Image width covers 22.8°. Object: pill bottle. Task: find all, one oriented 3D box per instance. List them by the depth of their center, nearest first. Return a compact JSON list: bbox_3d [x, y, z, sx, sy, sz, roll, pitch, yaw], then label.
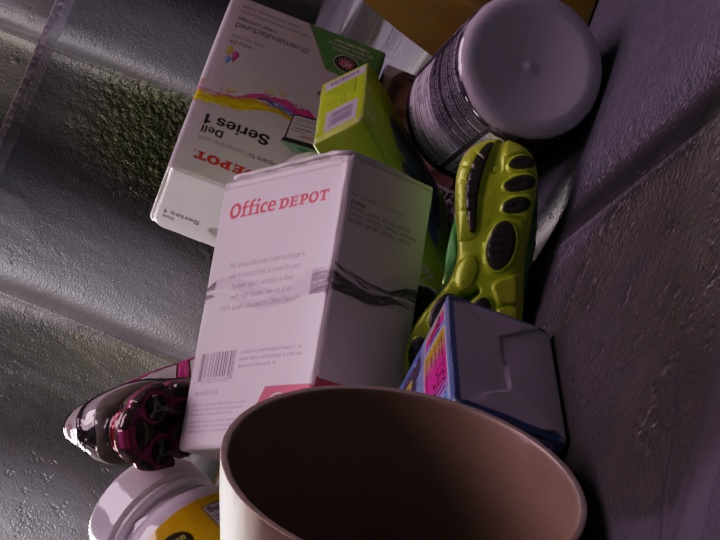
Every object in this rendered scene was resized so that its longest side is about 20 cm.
[{"bbox_3d":[-0.098,0.226,1.259,0.114,0.200,0.115,-30,-38,-27],"label":"pill bottle"},{"bbox_3d":[0.095,-0.125,1.300,0.200,0.106,0.107,147,144,-75],"label":"pill bottle"}]

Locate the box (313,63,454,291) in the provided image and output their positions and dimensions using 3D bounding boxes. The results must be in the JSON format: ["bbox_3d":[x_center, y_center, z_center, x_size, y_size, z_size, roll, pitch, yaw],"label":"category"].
[{"bbox_3d":[0.032,-0.045,1.350,0.048,0.200,0.122,-25,22,13],"label":"box"}]

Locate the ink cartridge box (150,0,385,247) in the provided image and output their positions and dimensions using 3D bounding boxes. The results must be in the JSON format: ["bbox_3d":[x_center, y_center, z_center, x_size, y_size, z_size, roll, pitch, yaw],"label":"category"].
[{"bbox_3d":[-0.076,-0.114,1.504,0.084,0.144,0.201,119,169,-55],"label":"ink cartridge box"}]

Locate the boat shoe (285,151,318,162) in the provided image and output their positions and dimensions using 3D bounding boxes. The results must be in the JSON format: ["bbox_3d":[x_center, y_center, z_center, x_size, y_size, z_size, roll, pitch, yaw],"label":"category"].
[{"bbox_3d":[0.000,0.000,1.380,0.071,0.200,0.064,-29,17,6],"label":"boat shoe"}]

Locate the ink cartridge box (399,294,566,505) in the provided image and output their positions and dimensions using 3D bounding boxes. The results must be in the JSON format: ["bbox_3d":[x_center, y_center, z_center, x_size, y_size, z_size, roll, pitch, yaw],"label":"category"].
[{"bbox_3d":[0.045,0.136,1.080,0.137,0.076,0.200,-87,20,-65],"label":"ink cartridge box"}]

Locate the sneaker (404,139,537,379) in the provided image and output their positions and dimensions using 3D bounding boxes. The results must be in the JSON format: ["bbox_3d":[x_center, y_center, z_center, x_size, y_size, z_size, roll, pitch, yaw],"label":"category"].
[{"bbox_3d":[0.085,0.014,1.203,0.084,0.074,0.201,49,-125,-70],"label":"sneaker"}]

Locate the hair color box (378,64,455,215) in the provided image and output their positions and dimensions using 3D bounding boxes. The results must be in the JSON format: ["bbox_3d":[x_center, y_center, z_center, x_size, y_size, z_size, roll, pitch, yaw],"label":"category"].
[{"bbox_3d":[0.041,-0.079,1.524,0.200,0.100,0.061,-77,11,-44],"label":"hair color box"}]

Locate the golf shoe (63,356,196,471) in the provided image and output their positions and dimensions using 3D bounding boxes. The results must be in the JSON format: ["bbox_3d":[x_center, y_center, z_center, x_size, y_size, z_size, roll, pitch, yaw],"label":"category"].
[{"bbox_3d":[-0.124,0.094,1.300,0.092,0.200,0.073,2,97,43],"label":"golf shoe"}]

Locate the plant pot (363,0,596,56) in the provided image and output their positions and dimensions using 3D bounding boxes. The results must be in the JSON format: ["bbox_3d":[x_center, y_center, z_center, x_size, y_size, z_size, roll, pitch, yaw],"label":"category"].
[{"bbox_3d":[0.095,-0.273,1.422,0.200,0.176,0.201,168,124,-79],"label":"plant pot"}]

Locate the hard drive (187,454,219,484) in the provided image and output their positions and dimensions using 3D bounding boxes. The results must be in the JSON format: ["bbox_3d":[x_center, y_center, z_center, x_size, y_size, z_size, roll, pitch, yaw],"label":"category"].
[{"bbox_3d":[-0.081,0.137,1.504,0.033,0.140,0.200,14,55,38],"label":"hard drive"}]

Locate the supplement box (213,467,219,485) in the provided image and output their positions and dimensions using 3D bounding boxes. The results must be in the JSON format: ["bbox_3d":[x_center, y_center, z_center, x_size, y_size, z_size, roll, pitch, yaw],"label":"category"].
[{"bbox_3d":[-0.071,0.228,1.396,0.109,0.109,0.201,174,116,-76],"label":"supplement box"}]

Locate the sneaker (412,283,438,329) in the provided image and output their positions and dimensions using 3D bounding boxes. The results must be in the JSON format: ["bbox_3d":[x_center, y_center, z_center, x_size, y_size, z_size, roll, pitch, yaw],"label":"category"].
[{"bbox_3d":[0.038,0.116,1.256,0.085,0.073,0.201,50,-130,-65],"label":"sneaker"}]

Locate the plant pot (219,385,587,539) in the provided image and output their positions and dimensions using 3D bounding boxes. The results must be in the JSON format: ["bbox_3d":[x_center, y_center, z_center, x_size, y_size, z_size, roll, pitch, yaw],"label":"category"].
[{"bbox_3d":[0.005,0.192,0.929,0.187,0.187,0.201,-90,10,-67],"label":"plant pot"}]

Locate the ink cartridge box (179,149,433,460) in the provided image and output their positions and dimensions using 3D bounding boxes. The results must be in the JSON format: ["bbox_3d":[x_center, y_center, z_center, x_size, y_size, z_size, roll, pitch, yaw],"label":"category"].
[{"bbox_3d":[-0.038,0.031,1.219,0.145,0.085,0.201,-8,69,49],"label":"ink cartridge box"}]
